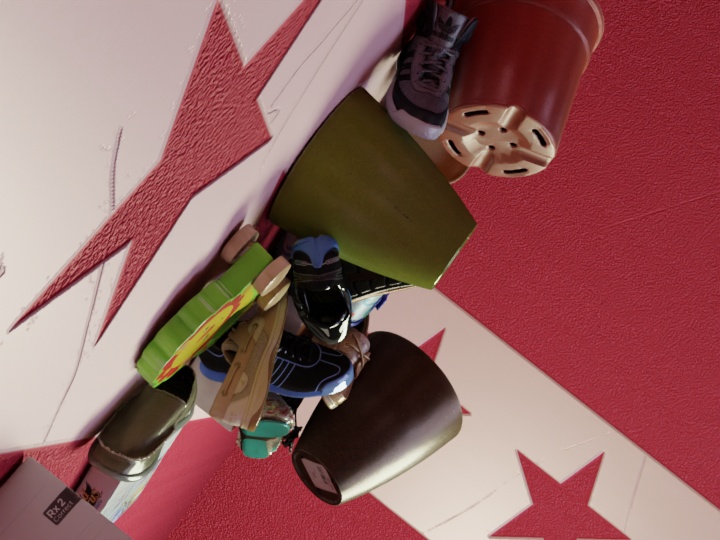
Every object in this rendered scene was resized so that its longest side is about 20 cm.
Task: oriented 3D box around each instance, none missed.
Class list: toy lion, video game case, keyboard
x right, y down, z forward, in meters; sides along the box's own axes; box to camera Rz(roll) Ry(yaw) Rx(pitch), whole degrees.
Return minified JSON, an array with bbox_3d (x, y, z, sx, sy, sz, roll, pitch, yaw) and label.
[{"bbox_3d":[-0.162,0.049,1.315,0.192,0.069,0.200,-46,176,-8],"label":"toy lion"},{"bbox_3d":[-0.303,0.259,1.522,0.182,0.045,0.200,-57,175,25],"label":"video game case"},{"bbox_3d":[-0.092,0.172,1.641,0.200,0.020,0.129,118,-28,-68],"label":"keyboard"}]

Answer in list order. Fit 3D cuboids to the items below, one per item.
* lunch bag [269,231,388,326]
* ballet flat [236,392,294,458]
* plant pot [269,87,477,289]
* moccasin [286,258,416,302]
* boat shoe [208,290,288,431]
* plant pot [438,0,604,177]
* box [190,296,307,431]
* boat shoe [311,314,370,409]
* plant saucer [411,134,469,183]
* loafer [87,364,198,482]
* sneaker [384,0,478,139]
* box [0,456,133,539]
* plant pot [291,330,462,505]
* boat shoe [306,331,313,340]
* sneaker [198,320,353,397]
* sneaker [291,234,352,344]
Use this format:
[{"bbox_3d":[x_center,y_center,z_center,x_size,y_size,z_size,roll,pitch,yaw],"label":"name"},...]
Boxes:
[{"bbox_3d":[-0.022,-0.017,1.631,0.083,0.160,0.200,-53,178,28],"label":"lunch bag"},{"bbox_3d":[-0.127,0.193,1.596,0.200,0.074,0.065,126,-26,-64],"label":"ballet flat"},{"bbox_3d":[0.028,-0.073,1.402,0.188,0.199,0.187,-53,175,-6],"label":"plant pot"},{"bbox_3d":[0.000,-0.002,1.500,0.198,0.075,0.078,-13,180,1],"label":"moccasin"},{"bbox_3d":[-0.129,0.089,1.422,0.072,0.064,0.202,113,-10,-56],"label":"boat shoe"},{"bbox_3d":[0.187,-0.236,1.505,0.201,0.198,0.198,120,-13,-63],"label":"plant pot"},{"bbox_3d":[-0.141,0.093,1.632,0.201,0.097,0.124,-55,176,28],"label":"box"},{"bbox_3d":[-0.021,0.101,1.612,0.068,0.074,0.201,-20,-149,16],"label":"boat shoe"},{"bbox_3d":[0.099,-0.215,1.599,0.199,0.035,0.204,-8,100,-55],"label":"plant saucer"},{"bbox_3d":[-0.236,0.160,1.348,0.200,0.074,0.070,-57,170,-63],"label":"loafer"},{"bbox_3d":[0.082,-0.240,1.396,0.201,0.075,0.115,-84,-163,-53],"label":"sneaker"},{"bbox_3d":[-0.319,0.308,1.096,0.199,0.130,0.201,-51,175,-32],"label":"box"},{"bbox_3d":[0.006,0.216,1.651,0.200,0.187,0.187,-40,170,-31],"label":"plant pot"},{"bbox_3d":[-0.072,0.071,1.730,0.071,0.203,0.076,-9,178,-19],"label":"boat shoe"},{"bbox_3d":[-0.104,0.103,1.506,0.071,0.197,0.079,-87,-177,-45],"label":"sneaker"},{"bbox_3d":[-0.046,0.037,1.396,0.200,0.070,0.084,83,2,-62],"label":"sneaker"}]
